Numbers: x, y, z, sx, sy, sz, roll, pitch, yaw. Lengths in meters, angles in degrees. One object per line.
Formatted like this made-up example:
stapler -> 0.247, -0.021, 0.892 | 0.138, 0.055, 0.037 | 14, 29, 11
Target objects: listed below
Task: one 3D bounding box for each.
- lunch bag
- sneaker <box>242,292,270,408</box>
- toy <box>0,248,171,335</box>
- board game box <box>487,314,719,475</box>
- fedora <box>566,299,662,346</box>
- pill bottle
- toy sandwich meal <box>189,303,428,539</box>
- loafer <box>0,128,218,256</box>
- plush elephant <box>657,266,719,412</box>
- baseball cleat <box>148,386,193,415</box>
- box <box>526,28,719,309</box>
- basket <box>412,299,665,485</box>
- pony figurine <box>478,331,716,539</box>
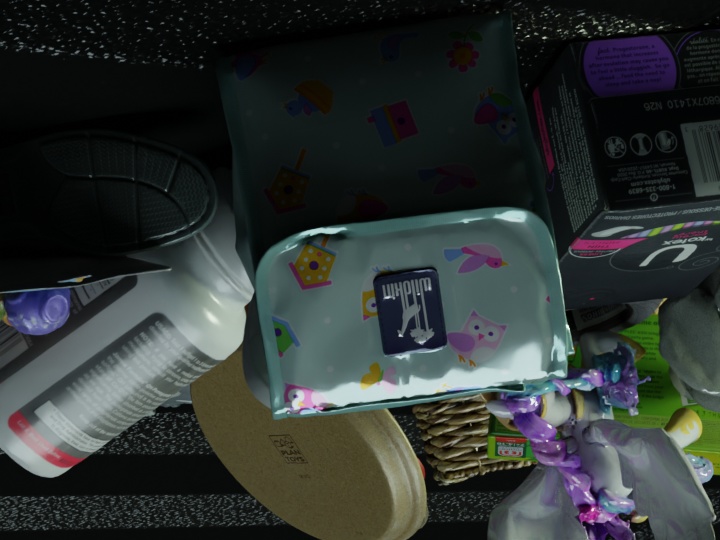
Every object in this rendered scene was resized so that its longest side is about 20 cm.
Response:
lunch bag -> 0.017, -0.023, 1.477 | 0.170, 0.200, 0.122 | -8, 164, -3
sneaker -> -0.013, -0.011, 1.567 | 0.073, 0.200, 0.085 | 21, 144, 3
toy -> -0.208, 0.011, 1.574 | 0.115, 0.047, 0.200 | -9, -166, -35
board game box -> 0.191, 0.084, 1.913 | 0.200, 0.102, 0.048 | 4, 156, 4
fedora -> 0.106, 0.001, 1.803 | 0.177, 0.091, 0.200 | -16, 169, 23
pill bottle -> -0.139, 0.027, 1.649 | 0.200, 0.111, 0.111 | -35, 158, 12
toy sandwich meal -> -0.030, 0.087, 1.736 | 0.070, 0.205, 0.205 | -46, -175, -33
loafer -> -0.179, -0.043, 1.556 | 0.200, 0.072, 0.063 | -3, -177, 0
plush elephant -> 0.263, 0.012, 1.784 | 0.165, 0.200, 0.155 | -42, 118, 0
baseball cleat -> -0.111, 0.071, 1.942 | 0.106, 0.070, 0.200 | -32, 144, 27
box -> 0.159, -0.054, 1.624 | 0.122, 0.106, 0.200 | -6, 164, -14
basket -> 0.132, 0.051, 2.038 | 0.200, 0.149, 0.143 | -14, -164, 12
pony figurine -> 0.153, 0.125, 1.771 | 0.166, 0.193, 0.200 | -31, 167, 28
